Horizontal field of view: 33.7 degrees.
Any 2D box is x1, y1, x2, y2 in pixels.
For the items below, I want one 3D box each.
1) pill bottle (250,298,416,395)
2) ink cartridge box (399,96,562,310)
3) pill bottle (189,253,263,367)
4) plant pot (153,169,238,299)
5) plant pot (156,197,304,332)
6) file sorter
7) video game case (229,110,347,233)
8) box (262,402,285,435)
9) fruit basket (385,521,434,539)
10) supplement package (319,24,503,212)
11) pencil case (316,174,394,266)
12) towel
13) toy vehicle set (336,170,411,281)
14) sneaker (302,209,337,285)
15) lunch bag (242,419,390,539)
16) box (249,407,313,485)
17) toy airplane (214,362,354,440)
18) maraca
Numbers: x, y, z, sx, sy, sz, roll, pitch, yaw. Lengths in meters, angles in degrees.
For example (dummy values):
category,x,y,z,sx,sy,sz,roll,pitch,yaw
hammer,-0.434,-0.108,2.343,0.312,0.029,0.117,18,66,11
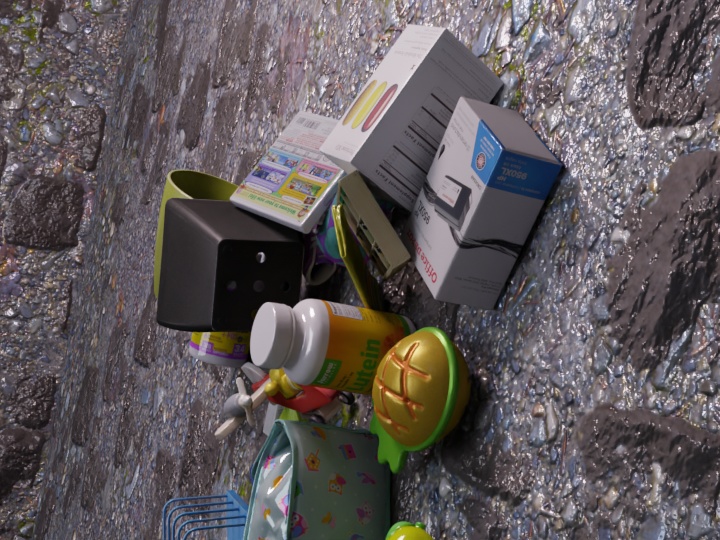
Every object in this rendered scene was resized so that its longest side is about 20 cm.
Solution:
category,x,y,z,sx,sy,sz,roll,pitch,yaw
pill bottle,-0.035,0.098,1.533,0.111,0.199,0.112,-37,47,55
ink cartridge box,0.135,-0.077,1.382,0.145,0.084,0.201,-117,43,-55
pill bottle,-0.230,0.061,2.076,0.104,0.104,0.201,23,101,65
plant pot,-0.265,-0.036,1.963,0.201,0.186,0.187,-65,28,16
plant pot,-0.182,0.007,1.784,0.177,0.198,0.201,-153,67,-63
file sorter,-0.233,0.438,1.851,0.200,0.122,0.140,-172,80,-71
video game case,-0.084,-0.149,1.752,0.200,0.022,0.182,22,71,50
box,-0.109,0.162,1.855,0.041,0.038,0.201,-167,88,-67
fruit basket,0.033,0.394,1.349,0.215,0.155,0.217,21,115,57
supplement package,0.062,-0.191,1.478,0.200,0.109,0.114,-55,26,-3
pencil case,0.015,-0.095,1.647,0.092,0.085,0.200,42,131,10
towel,0.000,0.000,1.573,0.200,0.018,0.086,65,-169,-55
toy vehicle set,0.014,-0.053,1.504,0.125,0.026,0.200,58,176,4
sneaker,-0.049,-0.069,1.791,0.115,0.072,0.201,-110,28,-51
lunch bag,-0.051,0.295,1.518,0.122,0.170,0.201,-15,66,54
box,-0.112,0.300,1.793,0.200,0.047,0.122,-61,31,33
toy airplane,-0.114,0.147,1.698,0.198,0.142,0.200,-24,26,13
maraca,0.062,0.154,1.413,0.200,0.106,0.138,-57,34,40
